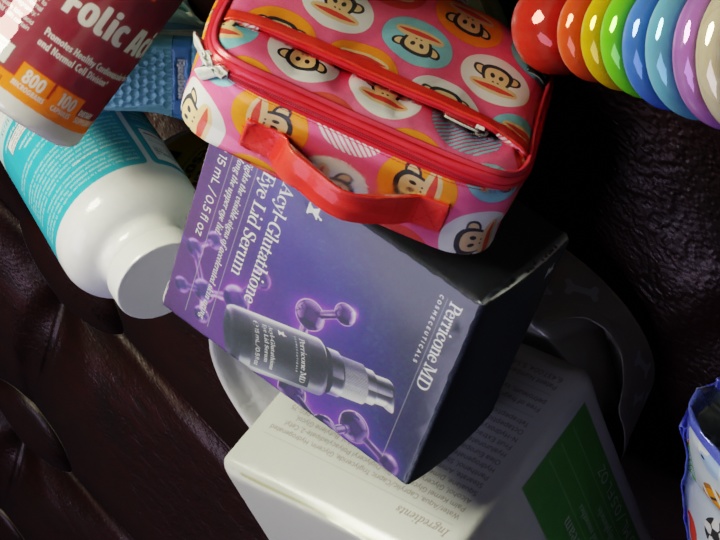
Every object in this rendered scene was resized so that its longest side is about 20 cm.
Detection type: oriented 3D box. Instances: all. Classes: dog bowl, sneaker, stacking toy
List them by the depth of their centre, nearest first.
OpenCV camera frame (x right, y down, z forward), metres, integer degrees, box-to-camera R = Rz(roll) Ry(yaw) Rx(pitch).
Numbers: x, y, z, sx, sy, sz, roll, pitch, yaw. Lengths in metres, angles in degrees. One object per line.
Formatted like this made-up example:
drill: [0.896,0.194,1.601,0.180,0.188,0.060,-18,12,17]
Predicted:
stacking toy: [0.150,-0.120,1.012,0.199,0.085,0.086,16,140,56]
dog bowl: [0.111,0.046,1.291,0.199,0.059,0.201,35,157,17]
sneaker: [-0.118,-0.162,1.388,0.198,0.131,0.080,12,120,0]

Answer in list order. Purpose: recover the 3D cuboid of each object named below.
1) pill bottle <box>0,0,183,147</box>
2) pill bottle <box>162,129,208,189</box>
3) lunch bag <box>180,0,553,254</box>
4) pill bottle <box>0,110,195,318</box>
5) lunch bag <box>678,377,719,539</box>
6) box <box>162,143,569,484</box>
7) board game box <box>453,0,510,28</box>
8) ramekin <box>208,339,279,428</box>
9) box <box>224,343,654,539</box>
pill bottle: [-0.175,-0.192,1.262,0.114,0.201,0.114,37,-172,-6]
pill bottle: [-0.104,-0.047,1.467,0.199,0.112,0.113,16,139,48]
lunch bag: [0.002,-0.093,1.070,0.198,0.177,0.082,23,130,-3]
pill bottle: [-0.184,-0.057,1.391,0.200,0.110,0.111,54,162,38]
lunch bag: [0.281,0.157,1.126,0.199,0.124,0.171,23,146,29]
box: [0.000,0.000,1.139,0.199,0.104,0.149,34,129,19]
board game box: [0.004,-0.172,1.144,0.133,0.029,0.201,-15,118,23]
ramekin: [-0.015,0.084,1.514,0.200,0.105,0.201,37,152,24]
box: [0.056,0.157,1.278,0.199,0.172,0.200,22,150,39]
